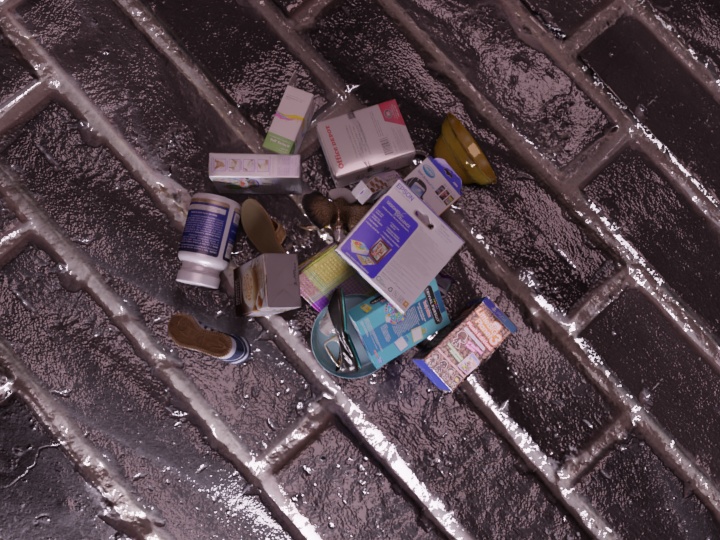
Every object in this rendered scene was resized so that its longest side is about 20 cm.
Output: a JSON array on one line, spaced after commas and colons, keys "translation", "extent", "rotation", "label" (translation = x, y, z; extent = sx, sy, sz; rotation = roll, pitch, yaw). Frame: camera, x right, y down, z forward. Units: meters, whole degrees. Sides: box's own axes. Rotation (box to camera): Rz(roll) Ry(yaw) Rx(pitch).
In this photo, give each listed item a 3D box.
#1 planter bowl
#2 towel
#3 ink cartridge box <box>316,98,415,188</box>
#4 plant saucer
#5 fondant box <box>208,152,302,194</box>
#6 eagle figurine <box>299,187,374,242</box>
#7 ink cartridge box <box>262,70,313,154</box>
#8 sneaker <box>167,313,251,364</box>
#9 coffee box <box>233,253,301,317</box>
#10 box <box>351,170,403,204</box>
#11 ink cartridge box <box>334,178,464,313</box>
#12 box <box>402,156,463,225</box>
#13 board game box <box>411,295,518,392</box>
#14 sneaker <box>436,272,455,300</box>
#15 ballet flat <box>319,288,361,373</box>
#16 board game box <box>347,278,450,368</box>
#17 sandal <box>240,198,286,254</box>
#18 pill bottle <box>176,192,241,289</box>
[{"translation": [0.230, -0.264, 1.435], "extent": [0.083, 0.200, 0.201], "rotation": [-34, 85, 22], "label": "planter bowl"}, {"translation": [-0.053, 0.034, 1.368], "extent": [0.144, 0.023, 0.200], "rotation": [-37, 123, 8], "label": "towel"}, {"translation": [0.011, -0.299, 1.448], "extent": [0.199, 0.083, 0.147], "rotation": [-19, 79, -6], "label": "ink cartridge box"}, {"translation": [-0.015, 0.146, 1.390], "extent": [0.199, 0.027, 0.201], "rotation": [-3, 104, -13], "label": "plant saucer"}, {"translation": [-0.233, -0.219, 1.394], "extent": [0.199, 0.144, 0.058], "rotation": [-1, 83, -4], "label": "fondant box"}, {"translation": [-0.048, -0.119, 1.364], "extent": [0.152, 0.200, 0.151], "rotation": [-35, 86, -10], "label": "eagle figurine"}, {"translation": [-0.159, -0.349, 1.430], "extent": [0.067, 0.117, 0.201], "rotation": [21, 82, -2], "label": "ink cartridge box"}, {"translation": [-0.337, 0.157, 1.382], "extent": [0.200, 0.108, 0.070], "rotation": [18, 83, 29], "label": "sneaker"}, {"translation": [-0.206, 0.036, 1.327], "extent": [0.080, 0.200, 0.115], "rotation": [0, 80, -29], "label": "coffee box"}, {"translation": [0.042, -0.191, 1.390], "extent": [0.039, 0.200, 0.041], "rotation": [49, 119, 4], "label": "box"}, {"translation": [0.081, -0.050, 1.262], "extent": [0.198, 0.043, 0.200], "rotation": [43, 83, -10], "label": "ink cartridge box"}, {"translation": [0.142, -0.168, 1.418], "extent": [0.200, 0.041, 0.119], "rotation": [-41, 86, 23], "label": "box"}, {"translation": [0.227, 0.165, 1.366], "extent": [0.200, 0.159, 0.097], "rotation": [-42, 87, -9], "label": "board game box"}, {"translation": [0.124, -0.001, 1.441], "extent": [0.200, 0.074, 0.088], "rotation": [35, 49, 8], "label": "sneaker"}, {"translation": [-0.050, 0.139, 1.334], "extent": [0.068, 0.068, 0.201], "rotation": [-13, 105, -1], "label": "ballet flat"}, {"translation": [0.088, 0.103, 1.346], "extent": [0.200, 0.047, 0.151], "rotation": [-30, 126, -10], "label": "board game box"}, {"translation": [-0.203, -0.075, 1.424], "extent": [0.077, 0.070, 0.212], "rotation": [-21, 103, 29], "label": "sandal"}, {"translation": [-0.344, -0.064, 1.380], "extent": [0.115, 0.116, 0.201], "rotation": [12, 81, -2], "label": "pill bottle"}]
